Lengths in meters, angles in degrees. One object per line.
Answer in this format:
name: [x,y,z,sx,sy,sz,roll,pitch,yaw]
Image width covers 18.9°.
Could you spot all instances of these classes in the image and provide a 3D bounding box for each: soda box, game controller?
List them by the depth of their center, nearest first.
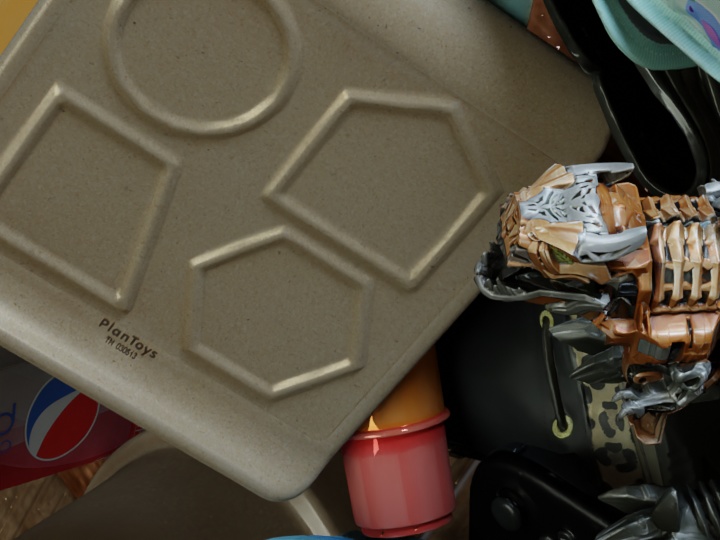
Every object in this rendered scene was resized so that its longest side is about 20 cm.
game controller: [0.081,0.152,0.788,0.104,0.042,0.201,40,146,38]
soda box: [-0.179,0.059,0.974,0.070,0.199,0.064,24,113,35]

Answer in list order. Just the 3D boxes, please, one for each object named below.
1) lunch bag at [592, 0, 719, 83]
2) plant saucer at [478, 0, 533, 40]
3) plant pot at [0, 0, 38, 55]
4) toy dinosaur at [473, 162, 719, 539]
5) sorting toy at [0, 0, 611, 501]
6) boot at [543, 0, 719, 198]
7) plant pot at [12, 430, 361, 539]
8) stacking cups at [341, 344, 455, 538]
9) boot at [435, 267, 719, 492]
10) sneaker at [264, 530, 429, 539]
lunch bag: [0.160,-0.120,0.667,0.199,0.170,0.123,36,129,30]
plant saucer: [0.033,-0.161,0.785,0.200,0.027,0.202,180,90,-80]
plant pot: [-0.120,-0.086,0.861,0.198,0.184,0.202,13,129,17]
toy dinosaur: [0.125,0.024,0.656,0.199,0.103,0.136,26,135,-8]
sorting toy: [-0.040,-0.033,0.748,0.184,0.037,0.200,31,115,-17]
boot: [0.136,-0.033,0.730,0.068,0.130,0.201,-41,72,36]
plant pot: [-0.094,0.172,0.941,0.199,0.174,0.202,9,104,38]
stacking cups: [0.000,0.000,0.815,0.060,0.060,0.202,-5,95,41]
boot: [0.083,0.080,0.844,0.153,0.073,0.206,4,108,49]
sneaker: [-0.002,0.169,0.818,0.079,0.200,0.132,9,88,20]
